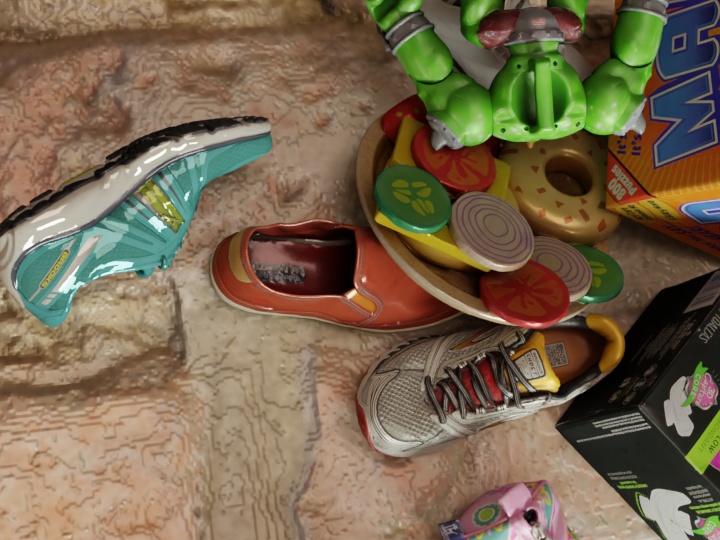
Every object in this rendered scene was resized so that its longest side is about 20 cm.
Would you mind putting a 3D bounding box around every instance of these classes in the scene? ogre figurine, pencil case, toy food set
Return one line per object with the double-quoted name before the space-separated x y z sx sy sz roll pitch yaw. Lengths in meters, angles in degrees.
"ogre figurine" 0.108 -0.142 0.825 0.197 0.098 0.122 -3 86 -18
"pencil case" 0.130 0.232 0.822 0.087 0.087 0.202 -28 88 -22
"toy food set" 0.090 -0.044 0.854 0.198 0.049 0.199 24 46 -9

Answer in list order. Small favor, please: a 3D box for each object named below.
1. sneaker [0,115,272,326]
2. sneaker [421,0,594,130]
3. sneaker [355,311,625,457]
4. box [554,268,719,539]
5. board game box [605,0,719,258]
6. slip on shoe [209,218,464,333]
"sneaker" -0.139 -0.039 0.813 0.199 0.077 0.080 -33 108 -17
"sneaker" 0.100 -0.167 0.907 0.199 0.080 0.077 31 68 -11
"sneaker" 0.087 0.066 0.847 0.198 0.082 0.079 -19 85 -20
"box" 0.267 0.119 0.872 0.200 0.124 0.149 46 68 -4
"board game box" 0.310 -0.128 0.870 0.198 0.199 0.203 18 71 -39
"slip on shoe" 0.000 0.000 0.845 0.197 0.061 0.075 4 75 -19
